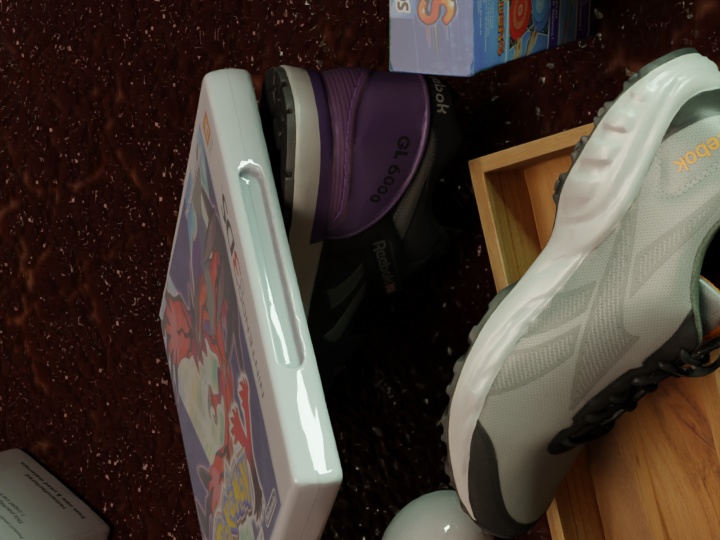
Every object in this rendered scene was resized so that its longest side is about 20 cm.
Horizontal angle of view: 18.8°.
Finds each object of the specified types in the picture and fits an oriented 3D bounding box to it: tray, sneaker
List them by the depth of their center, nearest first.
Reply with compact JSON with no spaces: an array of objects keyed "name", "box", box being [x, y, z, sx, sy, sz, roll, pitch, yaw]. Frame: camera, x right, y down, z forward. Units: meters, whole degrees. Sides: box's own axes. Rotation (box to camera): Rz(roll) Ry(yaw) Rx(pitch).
[{"name":"sneaker","box":[0.093,0.022,0.791,0.079,0.074,0.201,39,119,24]},{"name":"tray","box":[0.111,0.043,0.848,0.098,0.037,0.202,-15,87,41]},{"name":"sneaker","box":[0.000,0.000,0.914,0.201,0.087,0.076,101,161,-48]}]

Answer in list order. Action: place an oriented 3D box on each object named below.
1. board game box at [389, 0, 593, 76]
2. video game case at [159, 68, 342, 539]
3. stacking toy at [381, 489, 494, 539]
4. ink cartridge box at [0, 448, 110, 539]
[{"name":"board game box","box":[0.052,-0.179,0.793,0.034,0.135,0.202,6,103,24]},{"name":"video game case","box":[-0.051,0.048,0.905,0.200,0.023,0.183,108,152,-58]},{"name":"stacking toy","box":[0.006,0.187,0.925,0.146,0.146,0.201,26,93,36]},{"name":"ink cartridge box","box":[-0.235,0.182,1.060,0.084,0.199,0.146,34,117,33]}]
